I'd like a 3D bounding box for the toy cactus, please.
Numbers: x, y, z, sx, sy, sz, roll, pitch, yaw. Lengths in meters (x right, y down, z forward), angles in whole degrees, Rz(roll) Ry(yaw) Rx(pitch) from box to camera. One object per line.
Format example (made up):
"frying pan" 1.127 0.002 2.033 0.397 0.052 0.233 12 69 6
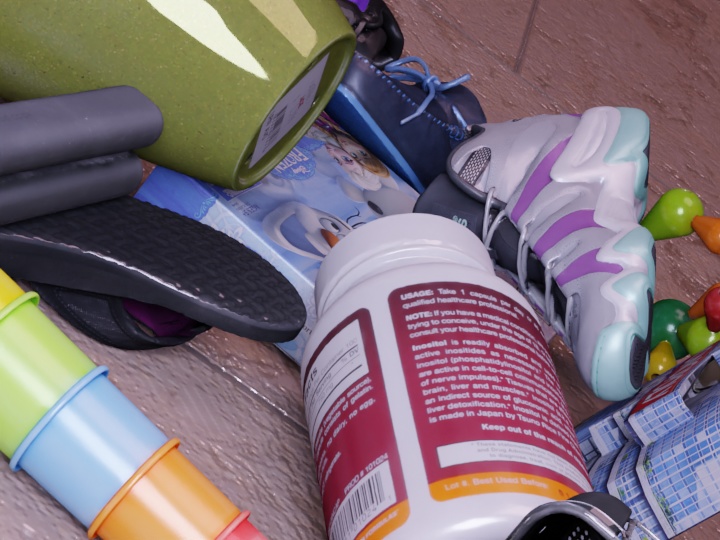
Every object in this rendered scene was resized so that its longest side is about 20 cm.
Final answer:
"toy cactus" 0.144 0.012 1.198 0.102 0.166 0.200 -36 49 -22

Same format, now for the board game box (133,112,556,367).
"board game box" 0.000 0.000 1.108 0.199 0.043 0.200 41 22 6

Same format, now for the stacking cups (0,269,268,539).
"stacking cups" -0.099 0.067 0.810 0.200 0.061 0.061 41 22 2

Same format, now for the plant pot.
"plant pot" -0.107 -0.133 0.998 0.200 0.188 0.187 39 22 8

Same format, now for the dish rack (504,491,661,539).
"dish rack" 0.108 0.187 0.758 0.200 0.154 0.055 40 25 9

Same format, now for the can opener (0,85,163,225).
"can opener" -0.170 -0.051 0.874 0.067 0.054 0.199 39 31 23

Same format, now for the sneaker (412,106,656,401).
"sneaker" 0.077 -0.009 1.065 0.139 0.078 0.201 1 36 5

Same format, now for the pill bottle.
"pill bottle" 0.035 0.071 0.905 0.112 0.113 0.201 25 33 -29

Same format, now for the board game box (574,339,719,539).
"board game box" 0.170 0.072 1.015 0.062 0.199 0.200 57 24 5

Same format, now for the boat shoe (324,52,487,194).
"boat shoe" 0.038 -0.084 1.232 0.084 0.069 0.200 38 -1 35

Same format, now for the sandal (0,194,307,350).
"sandal" -0.121 -0.002 0.936 0.199 0.048 0.076 17 29 -17

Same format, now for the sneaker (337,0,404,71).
"sneaker" -0.033 -0.161 1.334 0.100 0.070 0.200 49 25 20
